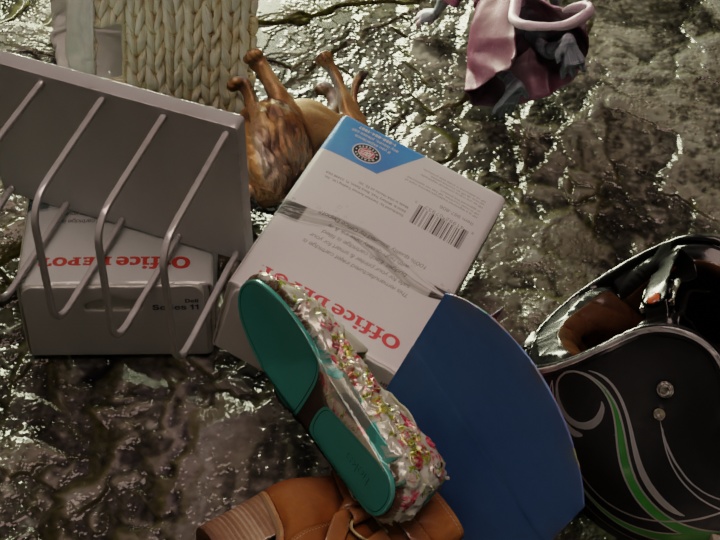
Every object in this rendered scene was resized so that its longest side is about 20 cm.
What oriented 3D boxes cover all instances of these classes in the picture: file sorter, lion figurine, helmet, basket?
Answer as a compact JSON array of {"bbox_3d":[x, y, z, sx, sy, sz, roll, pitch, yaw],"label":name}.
[{"bbox_3d":[-0.191,-0.043,1.075,0.199,0.139,0.125,16,52,12],"label":"file sorter"},{"bbox_3d":[-0.041,-0.117,1.290,0.199,0.072,0.123,-12,66,-43],"label":"lion figurine"},{"bbox_3d":[0.219,0.095,1.029,0.200,0.200,0.191,-42,103,-33],"label":"helmet"},{"bbox_3d":[-0.183,-0.239,1.335,0.160,0.199,0.200,-7,44,-14],"label":"basket"}]

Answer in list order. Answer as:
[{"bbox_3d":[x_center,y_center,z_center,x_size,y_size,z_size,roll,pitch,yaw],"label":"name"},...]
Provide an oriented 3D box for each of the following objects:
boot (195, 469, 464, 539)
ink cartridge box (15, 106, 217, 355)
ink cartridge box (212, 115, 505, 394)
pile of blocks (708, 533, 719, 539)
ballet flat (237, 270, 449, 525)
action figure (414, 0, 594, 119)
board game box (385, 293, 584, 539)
[{"bbox_3d":[0.003,0.208,1.010,0.155,0.077,0.200,-19,43,-24],"label":"boot"},{"bbox_3d":[-0.182,-0.033,1.215,0.146,0.083,0.201,0,46,-2],"label":"ink cartridge box"},{"bbox_3d":[0.000,0.000,1.169,0.144,0.084,0.200,28,50,5],"label":"ink cartridge box"},{"bbox_3d":[0.170,0.219,0.982,0.199,0.082,0.062,-15,26,14],"label":"pile of blocks"},{"bbox_3d":[-0.011,0.082,1.040,0.064,0.076,0.200,-11,58,-42],"label":"ballet flat"},{"bbox_3d":[0.121,-0.242,1.387,0.133,0.149,0.201,-11,61,-4],"label":"action figure"},{"bbox_3d":[0.091,0.105,1.015,0.039,0.200,0.158,-22,67,-29],"label":"board game box"}]
